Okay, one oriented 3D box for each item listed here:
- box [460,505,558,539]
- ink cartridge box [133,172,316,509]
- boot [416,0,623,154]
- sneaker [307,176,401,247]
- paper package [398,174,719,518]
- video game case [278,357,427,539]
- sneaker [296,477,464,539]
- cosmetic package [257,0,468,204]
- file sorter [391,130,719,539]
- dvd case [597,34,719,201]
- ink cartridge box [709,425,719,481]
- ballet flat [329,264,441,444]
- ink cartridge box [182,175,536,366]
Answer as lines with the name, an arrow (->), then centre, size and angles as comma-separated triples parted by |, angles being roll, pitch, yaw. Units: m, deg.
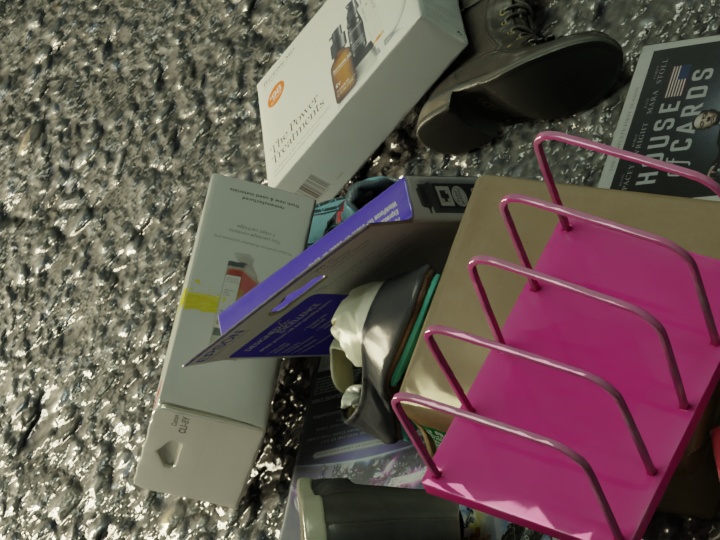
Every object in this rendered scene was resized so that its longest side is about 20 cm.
box -> 0.112, 0.127, 1.666 | 0.137, 0.040, 0.200 | -19, 48, 35
ink cartridge box -> -0.099, 0.055, 1.846 | 0.145, 0.083, 0.200 | 110, 173, -59
boot -> 0.116, -0.191, 1.903 | 0.200, 0.069, 0.175 | -20, 47, 36
sneaker -> 0.015, -0.042, 1.857 | 0.200, 0.096, 0.079 | 2, 60, 45
paper package -> 0.150, 0.047, 1.589 | 0.199, 0.104, 0.191 | 8, 59, 24
video game case -> 0.010, 0.130, 1.782 | 0.143, 0.019, 0.200 | -15, 50, 37
sneaker -> 0.013, 0.174, 1.655 | 0.200, 0.106, 0.075 | -176, 83, -87
cosmetic package -> -0.002, -0.161, 1.964 | 0.200, 0.052, 0.151 | -48, 27, 27
file sorter -> 0.125, 0.038, 1.461 | 0.139, 0.126, 0.200 | 17, 65, 28
dvd case -> 0.259, -0.101, 1.722 | 0.200, 0.025, 0.151 | -4, 56, 42
ink cartridge box -> 0.313, 0.122, 1.433 | 0.200, 0.086, 0.148 | -31, 41, 24
ballet flat -> 0.012, 0.054, 1.678 | 0.073, 0.200, 0.073 | 1, 59, -2
ink cartridge box -> 0.000, 0.000, 1.704 | 0.198, 0.200, 0.043 | -36, 69, 35
